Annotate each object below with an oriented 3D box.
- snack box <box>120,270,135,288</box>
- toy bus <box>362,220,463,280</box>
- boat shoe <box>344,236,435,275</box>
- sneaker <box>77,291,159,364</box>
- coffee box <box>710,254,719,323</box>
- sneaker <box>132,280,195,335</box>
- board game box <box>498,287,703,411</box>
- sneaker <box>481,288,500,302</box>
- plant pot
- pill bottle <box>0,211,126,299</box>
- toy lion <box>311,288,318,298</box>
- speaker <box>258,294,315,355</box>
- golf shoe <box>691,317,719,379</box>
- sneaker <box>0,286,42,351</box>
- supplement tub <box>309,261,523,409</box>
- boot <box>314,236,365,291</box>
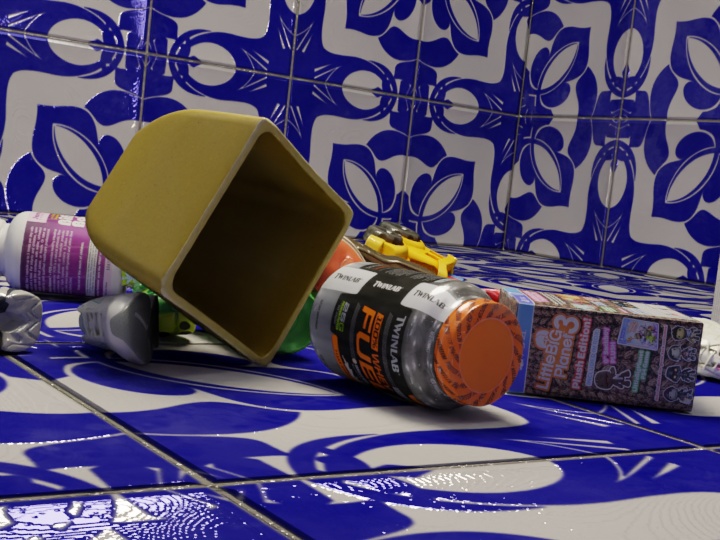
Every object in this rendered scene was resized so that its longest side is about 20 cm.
[{"bbox_3d":[-0.241,-0.004,1.514,0.142,0.053,0.200,-5,-4,-3],"label":"snack box"},{"bbox_3d":[0.084,0.022,1.704,0.191,0.136,0.200,24,10,12],"label":"toy bus"},{"bbox_3d":[0.000,0.000,1.497,0.199,0.068,0.072,21,6,-3],"label":"boat shoe"},{"bbox_3d":[-0.246,0.058,1.121,0.080,0.071,0.200,1,-2,-7],"label":"sneaker"},{"bbox_3d":[0.735,0.031,1.906,0.197,0.201,0.199,11,7,36],"label":"coffee box"},{"bbox_3d":[-0.238,0.029,1.316,0.074,0.084,0.200,5,5,-20],"label":"sneaker"},{"bbox_3d":[0.255,0.084,1.237,0.199,0.097,0.159,6,5,1],"label":"board game box"},{"bbox_3d":[0.158,0.049,1.461,0.200,0.074,0.087,10,-35,36],"label":"sneaker"},{"bbox_3d":[-0.167,-0.050,1.156,0.200,0.195,0.196,21,-14,35],"label":"plant pot"},{"bbox_3d":[-0.416,-0.022,1.516,0.199,0.113,0.112,6,5,-9],"label":"pill bottle"},{"bbox_3d":[-0.162,0.040,1.495,0.191,0.069,0.200,0,0,36],"label":"toy lion"},{"bbox_3d":[-0.128,0.042,1.294,0.088,0.089,0.200,3,5,-34],"label":"speaker"},{"bbox_3d":[0.458,0.106,1.420,0.199,0.076,0.092,6,8,12],"label":"golf shoe"},{"bbox_3d":[-0.414,0.034,1.049,0.129,0.080,0.199,7,4,29],"label":"sneaker"},{"bbox_3d":[0.052,0.062,1.073,0.122,0.123,0.200,3,5,-38],"label":"supplement tub"},{"bbox_3d":[-0.017,0.018,1.415,0.200,0.075,0.107,40,12,-9],"label":"boot"}]
